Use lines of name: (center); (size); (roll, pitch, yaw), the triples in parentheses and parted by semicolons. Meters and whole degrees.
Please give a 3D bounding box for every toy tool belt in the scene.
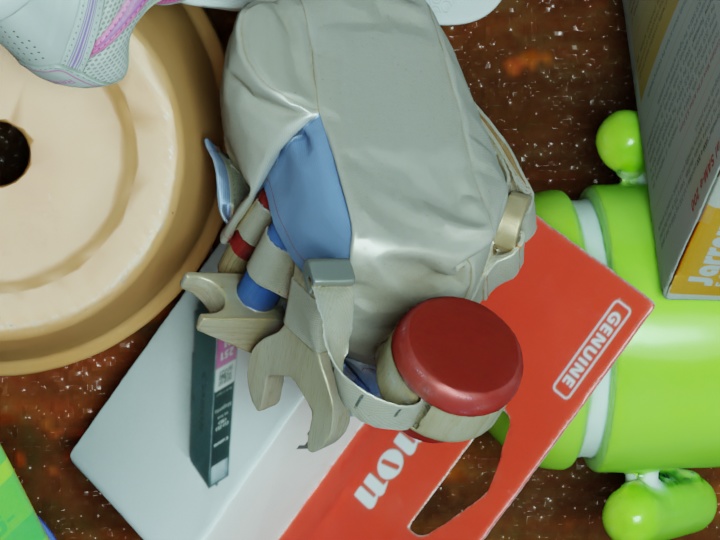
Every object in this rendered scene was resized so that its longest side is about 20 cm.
toy tool belt: (0.000, 0.000, 1.001); (0.125, 0.123, 0.200); (-1, 53, -23)

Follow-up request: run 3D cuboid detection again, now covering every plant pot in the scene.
plant pot: (-0.139, -0.050, 1.055); (0.200, 0.140, 0.200); (-1, 97, -9)

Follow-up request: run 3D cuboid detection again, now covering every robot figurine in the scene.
robot figurine: (0.128, 0.023, 1.112); (0.200, 0.116, 0.176); (-2, 90, -6)

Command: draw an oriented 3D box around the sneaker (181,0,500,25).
sneaker: (-0.050, -0.130, 1.069); (0.200, 0.099, 0.071); (9, 88, -26)

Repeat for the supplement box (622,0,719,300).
supplement box: (0.152, -0.103, 1.049); (0.073, 0.126, 0.200); (1, 59, -8)

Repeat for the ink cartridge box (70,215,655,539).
ink cartridge box: (-0.005, 0.044, 1.068); (0.044, 0.174, 0.200); (32, 96, -44)

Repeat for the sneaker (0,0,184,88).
sneaker: (-0.079, -0.143, 0.966); (0.200, 0.081, 0.088); (-54, 135, -26)

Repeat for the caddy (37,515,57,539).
caddy: (-0.198, 0.165, 1.088); (0.141, 0.105, 0.200); (37, 91, -9)

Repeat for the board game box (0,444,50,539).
board game box: (-0.165, 0.106, 1.008); (0.095, 0.030, 0.200); (-29, 122, -12)
